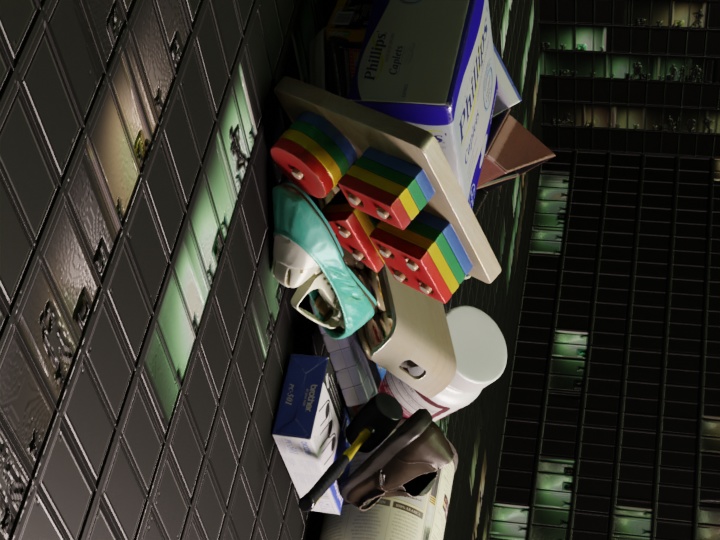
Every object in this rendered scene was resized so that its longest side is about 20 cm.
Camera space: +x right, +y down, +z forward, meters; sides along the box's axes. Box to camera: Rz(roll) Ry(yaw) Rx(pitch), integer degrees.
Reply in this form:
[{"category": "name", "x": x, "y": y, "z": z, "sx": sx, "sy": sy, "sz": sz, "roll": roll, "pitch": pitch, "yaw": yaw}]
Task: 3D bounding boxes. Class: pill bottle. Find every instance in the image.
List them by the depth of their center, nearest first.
[{"category": "pill bottle", "x": 0.077, "y": 0.121, "z": 1.751, "sx": 0.200, "sy": 0.114, "sz": 0.114, "roll": -36, "pitch": -145, "yaw": 49}]

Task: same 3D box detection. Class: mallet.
[{"category": "mallet", "x": -0.009, "y": 0.185, "z": 1.515, "sx": 0.066, "sy": 0.041, "sz": 0.200, "roll": -50, "pitch": 176, "yaw": 24}]

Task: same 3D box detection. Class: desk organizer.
[{"category": "desk organizer", "x": 0.124, "y": -0.100, "z": 1.672, "sx": 0.200, "sy": 0.077, "sz": 0.072, "roll": -28, "pitch": -152, "yaw": 55}]

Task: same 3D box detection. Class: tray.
[{"category": "tray", "x": -0.025, "y": -0.227, "z": 1.589, "sx": 0.200, "sy": 0.022, "sz": 0.108, "roll": -60, "pitch": 153, "yaw": -65}]

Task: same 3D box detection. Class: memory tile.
[{"category": "memory tile", "x": 0.000, "y": 0.000, "z": 1.630, "sx": 0.153, "sy": 0.017, "sz": 0.201, "roll": 7, "pitch": 65, "yaw": -78}]

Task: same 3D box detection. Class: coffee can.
[{"category": "coffee can", "x": 0.028, "y": 0.294, "z": 1.727, "sx": 0.147, "sy": 0.146, "sz": 0.200, "roll": 81, "pitch": 18, "yaw": -49}]

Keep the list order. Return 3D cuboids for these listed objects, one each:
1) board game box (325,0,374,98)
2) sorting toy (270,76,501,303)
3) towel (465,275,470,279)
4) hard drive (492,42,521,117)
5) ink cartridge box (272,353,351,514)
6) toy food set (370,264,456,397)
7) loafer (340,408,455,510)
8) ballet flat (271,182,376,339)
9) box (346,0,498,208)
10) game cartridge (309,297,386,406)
[{"category": "board game box", "x": 0.014, "y": -0.234, "z": 1.589, "sx": 0.200, "sy": 0.056, "sz": 0.166, "roll": -72, "pitch": 161, "yaw": -50}, {"category": "sorting toy", "x": 0.010, "y": -0.067, "z": 1.386, "sx": 0.070, "sy": 0.199, "sz": 0.200, "roll": -49, "pitch": 138, "yaw": -16}, {"category": "towel", "x": 0.094, "y": -0.085, "z": 1.906, "sx": 0.200, "sy": 0.034, "sz": 0.193, "roll": -179, "pitch": -93, "yaw": -66}, {"category": "hard drive", "x": 0.096, "y": -0.257, "z": 1.656, "sx": 0.200, "sy": 0.025, "sz": 0.132, "roll": 63, "pitch": -28, "yaw": -1}, {"category": "ink cartridge box", "x": -0.046, "y": 0.178, "z": 1.572, "sx": 0.200, "sy": 0.044, "sz": 0.094, "roll": 76, "pitch": 23, "yaw": -58}, {"category": "toy food set", "x": 0.034, "y": 0.026, "z": 1.599, "sx": 0.143, "sy": 0.060, "sz": 0.201, "roll": 37, "pitch": 34, "yaw": -52}, {"category": "loafer", "x": 0.039, "y": 0.218, "z": 1.563, "sx": 0.073, "sy": 0.071, "sz": 0.200, "roll": -40, "pitch": 173, "yaw": -31}, {"category": "ballet flat", "x": -0.046, "y": 0.002, "z": 1.439, "sx": 0.070, "sy": 0.067, "sz": 0.200, "roll": -50, "pitch": 137, "yaw": -18}, {"category": "box", "x": 0.068, "y": -0.177, "z": 1.486, "sx": 0.200, "sy": 0.105, "sz": 0.184, "roll": 73, "pitch": 27, "yaw": -56}, {"category": "game cartridge", "x": -0.007, "y": 0.063, "z": 1.623, "sx": 0.200, "sy": 0.038, "sz": 0.130, "roll": -59, "pitch": 126, "yaw": -75}]
